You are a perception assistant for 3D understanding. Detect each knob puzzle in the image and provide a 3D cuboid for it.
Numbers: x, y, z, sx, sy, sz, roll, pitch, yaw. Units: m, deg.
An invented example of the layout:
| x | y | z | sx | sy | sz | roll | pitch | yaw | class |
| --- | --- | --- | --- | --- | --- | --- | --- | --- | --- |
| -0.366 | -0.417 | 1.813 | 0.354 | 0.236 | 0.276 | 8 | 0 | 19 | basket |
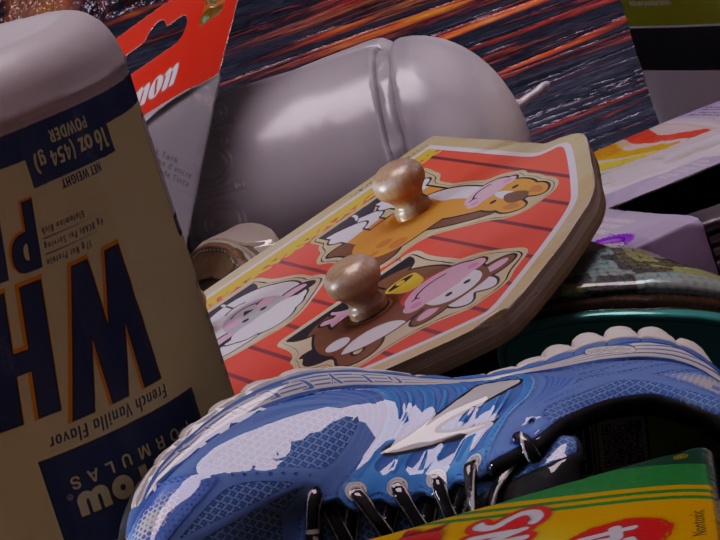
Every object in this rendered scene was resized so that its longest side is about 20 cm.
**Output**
| x | y | z | sx | sy | sz | roll | pitch | yaw | class |
| --- | --- | --- | --- | --- | --- | --- | --- | --- | --- |
| 0.000 | 0.000 | 0.986 | 0.219 | 0.031 | 0.220 | -25 | 18 | 9 | knob puzzle |

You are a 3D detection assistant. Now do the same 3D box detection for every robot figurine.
| x | y | z | sx | sy | sz | roll | pitch | yaw | class |
| --- | --- | --- | --- | --- | --- | --- | --- | --- | --- |
| -0.008 | -0.036 | 1.266 | 0.199 | 0.113 | 0.170 | -16 | 47 | 9 | robot figurine |

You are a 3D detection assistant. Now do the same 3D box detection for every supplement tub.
| x | y | z | sx | sy | sz | roll | pitch | yaw | class |
| --- | --- | --- | --- | --- | --- | --- | --- | --- | --- |
| -0.115 | 0.035 | 0.878 | 0.144 | 0.201 | 0.145 | -17 | 11 | 3 | supplement tub |

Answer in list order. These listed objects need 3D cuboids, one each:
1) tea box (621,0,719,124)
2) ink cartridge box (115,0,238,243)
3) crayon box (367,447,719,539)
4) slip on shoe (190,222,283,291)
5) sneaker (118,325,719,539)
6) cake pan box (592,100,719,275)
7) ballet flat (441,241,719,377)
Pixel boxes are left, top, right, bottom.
| x | y | z | sx | sy | sz | roll | pitch | yaw | class |
| --- | --- | --- | --- | --- | --- | --- | --- | --- | --- |
| 0.229 | -0.173 | 1.334 | 0.199 | 0.198 | 0.133 | -21 | 12 | -20 | tea box |
| -0.124 | -0.039 | 1.249 | 0.057 | 0.201 | 0.162 | 21 | -28 | -29 | ink cartridge box |
| 0.003 | 0.110 | 0.723 | 0.199 | 0.051 | 0.127 | -17 | 12 | 7 | crayon box |
| -0.035 | 0.032 | 1.116 | 0.060 | 0.076 | 0.200 | -34 | 22 | -18 | slip on shoe |
| 0.027 | 0.064 | 0.819 | 0.199 | 0.079 | 0.089 | -15 | 12 | -12 | sneaker |
| 0.130 | -0.018 | 1.132 | 0.183 | 0.053 | 0.200 | -24 | 13 | -17 | cake pan box |
| 0.047 | 0.027 | 0.979 | 0.199 | 0.069 | 0.071 | -18 | 40 | 14 | ballet flat |
